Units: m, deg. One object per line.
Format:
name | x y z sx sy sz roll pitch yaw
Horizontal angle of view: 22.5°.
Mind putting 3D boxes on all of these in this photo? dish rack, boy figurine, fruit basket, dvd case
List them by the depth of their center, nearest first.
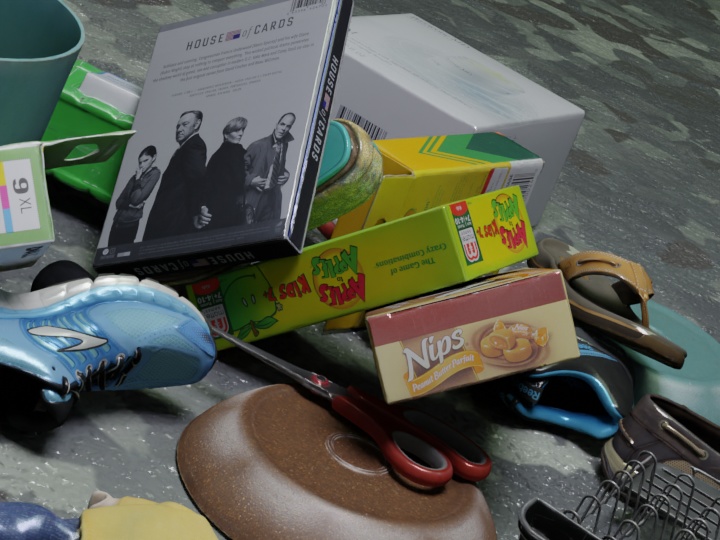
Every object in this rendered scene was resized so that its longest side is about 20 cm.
boy figurine | -0.108 0.146 0.851 0.199 0.065 0.124 15 23 -19
dish rack | 0.193 0.167 1.068 0.153 0.055 0.200 33 34 24
dvd case | -0.088 -0.090 1.177 0.150 0.201 0.025 -8 -36 29
fruit basket | -0.156 -0.100 1.333 0.184 0.094 0.200 25 19 8

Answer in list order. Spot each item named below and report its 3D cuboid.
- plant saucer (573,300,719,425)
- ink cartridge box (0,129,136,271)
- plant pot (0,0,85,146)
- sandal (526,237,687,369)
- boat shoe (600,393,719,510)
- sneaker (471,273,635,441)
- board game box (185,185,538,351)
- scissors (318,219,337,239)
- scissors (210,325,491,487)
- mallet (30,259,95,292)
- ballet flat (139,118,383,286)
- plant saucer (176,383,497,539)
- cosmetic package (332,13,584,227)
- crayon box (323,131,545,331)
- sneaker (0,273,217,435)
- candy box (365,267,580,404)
plant saucer | 0.212 0.061 1.379 0.199 0.036 0.200 19 22 -8
ink cartridge box | -0.225 -0.029 1.003 0.199 0.060 0.104 -9 -5 -18
plant pot | -0.289 -0.102 1.117 0.200 0.162 0.201 19 22 -8
sandal | 0.182 0.011 1.323 0.081 0.055 0.200 25 14 -20
boat shoe | 0.260 0.139 1.194 0.199 0.074 0.075 19 22 -7
sneaker | 0.099 0.054 1.239 0.199 0.074 0.082 20 22 -3
board game box | 0.000 0.000 1.143 0.199 0.048 0.101 -16 0 32
scissors | -0.053 -0.083 1.381 0.200 0.014 0.073 56 13 30
scissors | -0.012 0.074 1.082 0.200 0.014 0.073 31 24 25
mallet | -0.237 0.021 1.058 0.199 0.041 0.066 2 28 -32
ballet flat | -0.072 -0.035 1.198 0.071 0.199 0.071 52 21 -31
plant saucer | -0.006 0.118 1.045 0.199 0.037 0.201 20 22 -8
cosmetic package | 0.048 -0.122 1.534 0.199 0.123 0.200 33 23 24
crayon box | 0.041 -0.031 1.309 0.051 0.127 0.200 34 24 29
sneaker | -0.170 0.058 1.008 0.199 0.079 0.090 0 45 -31
candy box | 0.063 0.036 1.111 0.115 0.056 0.200 -14 1 0
